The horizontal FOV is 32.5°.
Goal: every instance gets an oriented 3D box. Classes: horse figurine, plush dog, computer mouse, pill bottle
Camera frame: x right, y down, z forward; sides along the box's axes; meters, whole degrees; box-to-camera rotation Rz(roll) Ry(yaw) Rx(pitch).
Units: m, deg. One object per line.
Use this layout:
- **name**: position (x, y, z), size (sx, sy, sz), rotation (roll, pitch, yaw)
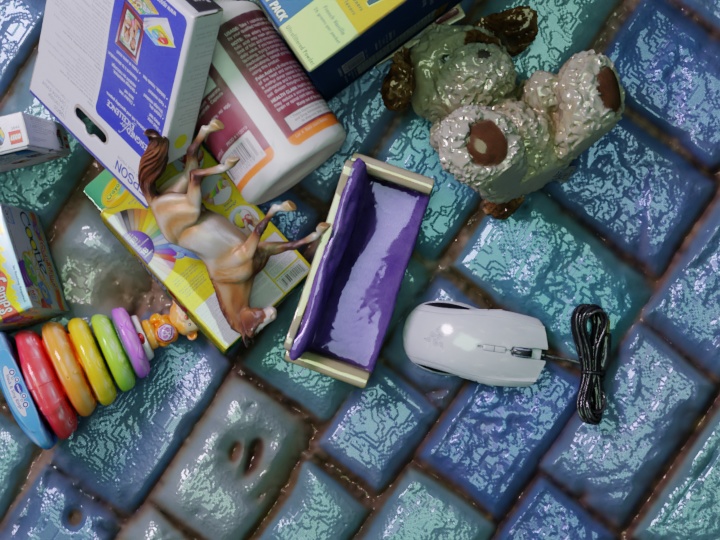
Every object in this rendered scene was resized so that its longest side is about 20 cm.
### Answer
- **horse figurine**: position (-0.125, -0.043, 1.084), size (0.200, 0.050, 0.132), rotation (42, 117, -14)
- **plush dog**: position (0.113, -0.151, 1.124), size (0.199, 0.161, 0.173), rotation (-26, 74, -24)
- **computer mouse**: position (0.136, 0.076, 1.156), size (0.197, 0.044, 0.111), rotation (8, 93, 3)
- **pill bottle**: position (-0.112, -0.171, 1.131), size (0.114, 0.114, 0.201), rotation (-35, 88, 4)

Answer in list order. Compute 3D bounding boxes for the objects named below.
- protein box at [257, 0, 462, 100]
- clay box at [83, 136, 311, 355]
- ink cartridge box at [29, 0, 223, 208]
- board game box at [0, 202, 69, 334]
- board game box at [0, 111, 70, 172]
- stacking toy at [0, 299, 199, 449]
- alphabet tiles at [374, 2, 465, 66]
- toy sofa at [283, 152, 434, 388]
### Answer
- **protein box**: position (0.006, -0.271, 1.073), size (0.199, 0.199, 0.135), rotation (-36, 89, 3)
- **clay box**: position (-0.153, -0.034, 1.158), size (0.115, 0.048, 0.200), rotation (-42, 87, -13)
- **ink cartridge box**: position (-0.214, -0.194, 1.104), size (0.197, 0.047, 0.201), rotation (43, 133, 25)
- **board game box**: position (-0.394, 0.023, 1.154), size (0.198, 0.103, 0.106), rotation (-20, 84, 3)
- **board game box**: position (-0.382, -0.103, 1.144), size (0.198, 0.126, 0.035), rotation (-13, 91, 3)
- **stacking toy**: position (-0.236, 0.078, 1.162), size (0.198, 0.110, 0.117), rotation (-24, 88, -11)
- **alphabet tiles**: position (0.011, -0.306, 1.175), size (0.166, 0.008, 0.202), rotation (-28, 89, 3)
- **toy sofa**: position (0.000, 0.000, 1.136), size (0.082, 0.098, 0.202), rotation (19, 91, 3)
